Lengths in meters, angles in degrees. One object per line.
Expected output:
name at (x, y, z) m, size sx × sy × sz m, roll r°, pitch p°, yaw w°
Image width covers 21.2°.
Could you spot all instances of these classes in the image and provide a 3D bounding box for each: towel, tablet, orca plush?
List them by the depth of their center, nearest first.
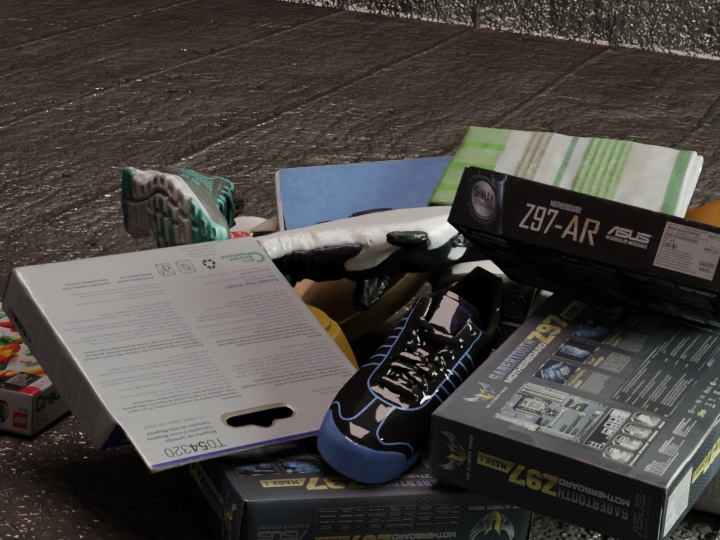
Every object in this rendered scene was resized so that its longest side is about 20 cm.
orca plush at (0.000, 0.000, 1.454) m, size 0.199 × 0.072 × 0.105 m, roll -13°, pitch 15°, yaw -36°
towel at (0.166, -0.066, 1.544) m, size 0.199 × 0.031 × 0.149 m, roll 8°, pitch 30°, yaw 16°
tablet at (0.031, -0.055, 1.565) m, size 0.199 × 0.014 × 0.130 m, roll -4°, pitch 32°, yaw -3°

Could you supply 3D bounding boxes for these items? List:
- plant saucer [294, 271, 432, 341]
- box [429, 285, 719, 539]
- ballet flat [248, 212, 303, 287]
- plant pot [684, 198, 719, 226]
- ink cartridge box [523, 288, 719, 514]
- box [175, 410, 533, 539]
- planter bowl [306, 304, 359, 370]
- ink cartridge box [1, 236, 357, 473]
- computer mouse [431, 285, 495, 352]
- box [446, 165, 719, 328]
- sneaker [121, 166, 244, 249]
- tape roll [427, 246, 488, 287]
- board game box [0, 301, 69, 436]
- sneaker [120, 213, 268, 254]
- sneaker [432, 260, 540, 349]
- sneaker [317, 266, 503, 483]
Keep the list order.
plant saucer at (-0.005, 0.005, 1.607) m, size 0.200 × 0.036 × 0.201 m, roll -29°, pitch 25°, yaw 15°
box at (0.157, 0.088, 1.232) m, size 0.157 × 0.051 × 0.200 m, roll 16°, pitch 31°, yaw 24°
ballet flat at (-0.076, -0.005, 1.577) m, size 0.063 × 0.069 × 0.200 m, roll 17°, pitch 46°, yaw 12°
plant pot at (0.336, 0.012, 1.596) m, size 0.182 × 0.201 × 0.200 m, roll -9°, pitch 14°, yaw 8°
ink cartridge box at (0.209, 0.090, 1.376) m, size 0.199 × 0.083 × 0.147 m, roll 10°, pitch 34°, yaw 18°
box at (-0.007, 0.138, 1.259) m, size 0.199 × 0.051 × 0.158 m, roll 0°, pitch 16°, yaw -21°
planter bowl at (-0.069, 0.071, 1.414) m, size 0.199 × 0.084 × 0.200 m, roll 5°, pitch 16°, yaw -2°
ink cartridge box at (-0.108, 0.061, 1.278) m, size 0.196 × 0.043 × 0.200 m, roll -8°, pitch 45°, yaw -37°
computer mouse at (0.086, 0.057, 1.576) m, size 0.109 × 0.044 × 0.200 m, roll 22°, pitch 14°, yaw -1°
box at (0.177, -0.007, 1.322) m, size 0.199 × 0.044 × 0.160 m, roll 16°, pitch -9°, yaw 26°
sneaker at (-0.136, -0.054, 1.617) m, size 0.091 × 0.078 × 0.200 m, roll -7°, pitch 18°, yaw -22°
tape roll at (0.148, 0.002, 1.657) m, size 0.199 × 0.066 × 0.200 m, roll 21°, pitch 14°, yaw -6°
board game box at (-0.255, 0.069, 1.452) m, size 0.126 × 0.035 × 0.200 m, roll 10°, pitch 16°, yaw 17°
sneaker at (-0.118, 0.004, 1.658) m, size 0.108 × 0.068 × 0.201 m, roll 14°, pitch 23°, yaw 41°
sneaker at (0.153, 0.003, 1.522) m, size 0.199 × 0.076 × 0.116 m, roll 6°, pitch 41°, yaw -7°
sneaker at (0.036, 0.062, 1.251) m, size 0.070 × 0.078 × 0.200 m, roll 28°, pitch 32°, yaw 12°
